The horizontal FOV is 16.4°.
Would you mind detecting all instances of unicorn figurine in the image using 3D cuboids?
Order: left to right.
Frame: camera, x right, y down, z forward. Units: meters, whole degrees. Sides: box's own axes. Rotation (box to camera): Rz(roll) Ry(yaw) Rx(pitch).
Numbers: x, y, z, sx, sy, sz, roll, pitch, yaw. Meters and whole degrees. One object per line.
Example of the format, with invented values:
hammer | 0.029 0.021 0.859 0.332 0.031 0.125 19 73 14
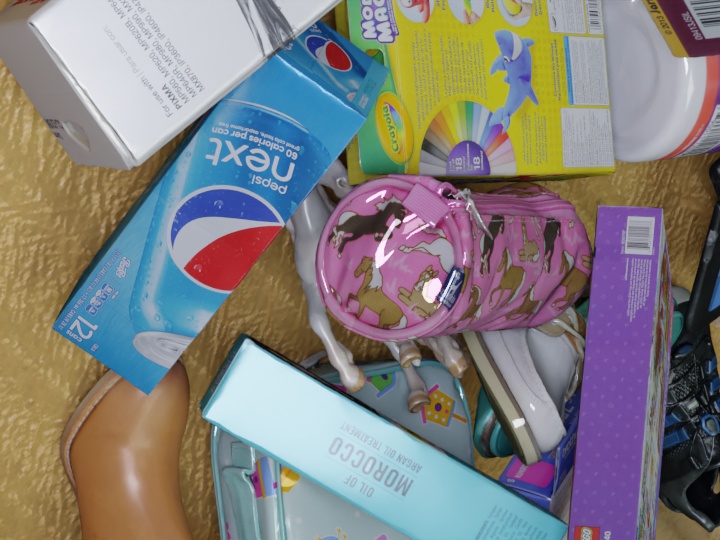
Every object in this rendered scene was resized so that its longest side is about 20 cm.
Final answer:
unicorn figurine | 0.000 0.000 1.377 0.074 0.138 0.200 -25 159 0

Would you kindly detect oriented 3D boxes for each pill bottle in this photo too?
pill bottle | 0.221 -0.128 1.472 0.200 0.111 0.112 -10 126 -38

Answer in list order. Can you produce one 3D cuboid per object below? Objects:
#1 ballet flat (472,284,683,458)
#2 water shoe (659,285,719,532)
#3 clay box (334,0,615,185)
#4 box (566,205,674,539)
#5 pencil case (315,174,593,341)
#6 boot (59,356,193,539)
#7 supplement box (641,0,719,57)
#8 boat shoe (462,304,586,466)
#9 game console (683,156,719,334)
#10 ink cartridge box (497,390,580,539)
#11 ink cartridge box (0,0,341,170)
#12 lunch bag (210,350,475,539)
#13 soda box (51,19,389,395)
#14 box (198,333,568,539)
ballet flat | 0.117 0.054 1.545 0.200 0.070 0.067 -28 144 -41
water shoe | 0.225 0.092 1.675 0.071 0.079 0.200 -35 138 -17
clay box | 0.054 -0.105 1.337 0.200 0.048 0.115 -3 87 -44
box | 0.143 0.083 1.363 0.137 0.039 0.201 68 27 -65
pencil case | 0.052 -0.007 1.291 0.200 0.086 0.083 0 88 -66
boot | -0.103 0.156 1.361 0.074 0.155 0.200 -5 123 -40
supplement box | 0.200 -0.230 1.302 0.131 0.103 0.201 48 45 -50
boat shoe | 0.096 0.041 1.425 0.068 0.200 0.075 -21 115 3
game console | 0.309 -0.051 1.579 0.200 0.176 0.117 -32 109 -44
ink cartridge box | 0.109 0.156 1.473 0.119 0.042 0.200 -49 151 -55
ink cartridge box | -0.068 -0.140 1.157 0.200 0.144 0.084 -41 104 -11
lunch bag | -0.011 0.147 1.451 0.160 0.077 0.201 -7 93 -36
soda box | -0.071 -0.035 1.251 0.064 0.068 0.200 35 117 -8
box | 0.011 0.105 1.345 0.049 0.200 0.082 -60 -175 -2
